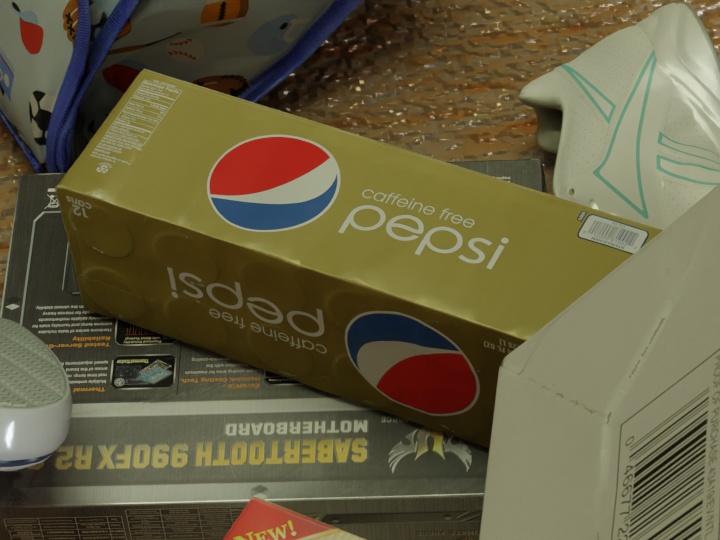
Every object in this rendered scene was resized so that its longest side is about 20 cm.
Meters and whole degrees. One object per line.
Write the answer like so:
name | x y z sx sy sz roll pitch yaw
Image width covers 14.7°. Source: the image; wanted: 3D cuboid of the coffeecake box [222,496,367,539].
coffeecake box | -0.013 0.184 0.843 0.153 0.073 0.200 18 51 22

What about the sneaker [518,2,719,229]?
sneaker | 0.119 -0.016 1.025 0.080 0.071 0.200 -21 42 -1

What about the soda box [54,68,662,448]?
soda box | 0.000 0.000 0.947 0.200 0.068 0.064 19 53 20

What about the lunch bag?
lunch bag | -0.088 -0.149 1.107 0.200 0.124 0.170 -46 51 13

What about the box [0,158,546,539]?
box | -0.030 0.034 0.998 0.200 0.048 0.159 -2 49 4

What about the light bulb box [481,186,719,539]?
light bulb box | 0.143 0.114 0.785 0.200 0.125 0.198 29 45 -21

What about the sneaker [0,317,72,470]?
sneaker | -0.164 0.046 0.961 0.073 0.071 0.200 -2 13 -37
